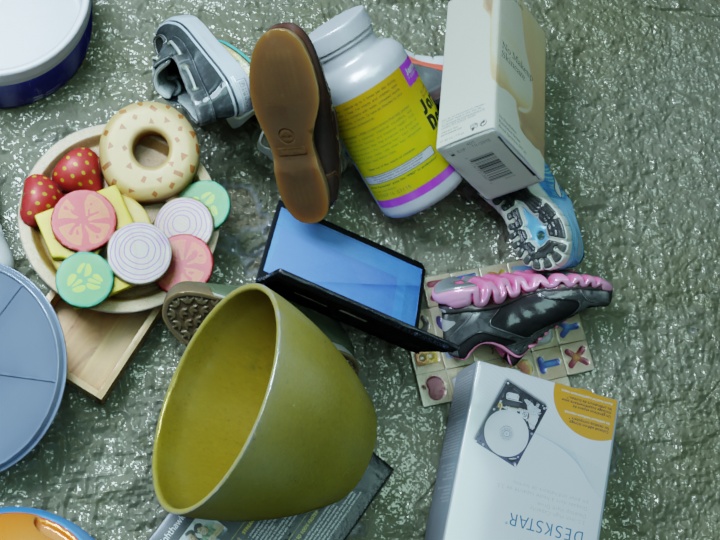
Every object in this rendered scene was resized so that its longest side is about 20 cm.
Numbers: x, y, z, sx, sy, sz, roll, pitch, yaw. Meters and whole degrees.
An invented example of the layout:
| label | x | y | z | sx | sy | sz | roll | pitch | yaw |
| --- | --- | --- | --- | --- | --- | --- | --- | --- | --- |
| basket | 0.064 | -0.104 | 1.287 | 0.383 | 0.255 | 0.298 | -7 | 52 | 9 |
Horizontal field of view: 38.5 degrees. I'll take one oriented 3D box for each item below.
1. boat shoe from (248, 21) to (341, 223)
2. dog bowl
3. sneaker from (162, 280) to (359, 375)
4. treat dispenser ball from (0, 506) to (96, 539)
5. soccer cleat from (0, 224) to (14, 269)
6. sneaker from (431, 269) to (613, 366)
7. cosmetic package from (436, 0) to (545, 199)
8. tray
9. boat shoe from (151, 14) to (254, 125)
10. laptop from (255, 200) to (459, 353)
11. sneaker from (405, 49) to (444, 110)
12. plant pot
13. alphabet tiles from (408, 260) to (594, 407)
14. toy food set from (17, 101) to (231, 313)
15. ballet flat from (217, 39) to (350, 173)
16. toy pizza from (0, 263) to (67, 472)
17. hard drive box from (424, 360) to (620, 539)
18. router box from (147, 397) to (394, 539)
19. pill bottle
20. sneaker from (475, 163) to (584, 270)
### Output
| label | x | y | z | sx | sy | sz | roll | pitch | yaw |
| --- | --- | --- | --- | --- | --- | --- | --- | --- | --- |
| boat shoe | -0.058 | -0.147 | 0.989 | 0.070 | 0.202 | 0.071 | 6 | 37 | 16 |
| dog bowl | -0.374 | -0.271 | 1.046 | 0.198 | 0.079 | 0.203 | 4 | 72 | -12 |
| sneaker | -0.096 | 0.051 | 0.998 | 0.198 | 0.067 | 0.090 | 23 | 25 | -17 |
| treat dispenser ball | -0.285 | 0.293 | 0.824 | 0.198 | 0.201 | 0.203 | 4 | 72 | -11 |
| soccer cleat | -0.382 | -0.081 | 0.990 | 0.086 | 0.070 | 0.200 | -39 | 84 | -20 |
| sneaker | 0.170 | 0.049 | 1.072 | 0.198 | 0.079 | 0.097 | -6 | 96 | -13 |
| cosmetic package | 0.139 | -0.189 | 1.068 | 0.105 | 0.071 | 0.202 | 35 | 49 | -41 |
| tray | -0.239 | 0.019 | 1.009 | 0.098 | 0.037 | 0.201 | 31 | 68 | -1 |
| boat shoe | -0.175 | -0.202 | 1.024 | 0.070 | 0.073 | 0.200 | -23 | 35 | -20 |
| laptop | 0.000 | 0.000 | 0.979 | 0.176 | 0.200 | 0.104 | 23 | 80 | -12 |
| sneaker | 0.036 | -0.192 | 1.115 | 0.197 | 0.077 | 0.083 | 3 | 79 | -11 |
| plant pot | -0.069 | 0.131 | 0.890 | 0.141 | 0.199 | 0.202 | 26 | 67 | -28 |
| alphabet tiles | 0.146 | 0.076 | 1.089 | 0.198 | 0.006 | 0.168 | -10 | 76 | -15 |
| toy food set | -0.226 | -0.054 | 0.989 | 0.198 | 0.049 | 0.199 | -24 | 79 | -18 |
| ballet flat | -0.100 | -0.161 | 1.078 | 0.199 | 0.071 | 0.071 | 40 | 69 | -1 |
| toy pizza | -0.360 | 0.090 | 0.942 | 0.198 | 0.032 | 0.203 | -1 | 82 | 6 |
| hard drive box | 0.157 | 0.209 | 1.010 | 0.154 | 0.077 | 0.202 | 15 | 73 | -8 |
| router box | -0.084 | 0.224 | 0.969 | 0.149 | 0.051 | 0.201 | 37 | 69 | 3 |
| pill bottle | 0.021 | -0.161 | 1.046 | 0.104 | 0.104 | 0.201 | -40 | 112 | -20 |
| sneaker | 0.182 | -0.080 | 1.120 | 0.090 | 0.078 | 0.202 | 15 | 48 | -50 |
